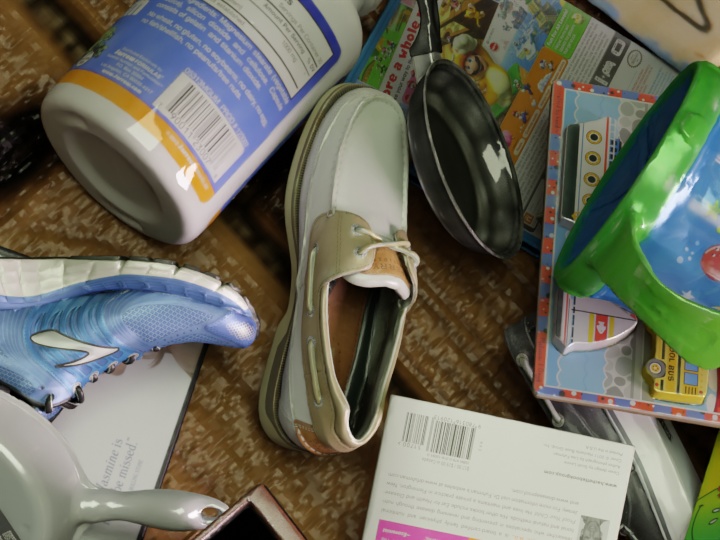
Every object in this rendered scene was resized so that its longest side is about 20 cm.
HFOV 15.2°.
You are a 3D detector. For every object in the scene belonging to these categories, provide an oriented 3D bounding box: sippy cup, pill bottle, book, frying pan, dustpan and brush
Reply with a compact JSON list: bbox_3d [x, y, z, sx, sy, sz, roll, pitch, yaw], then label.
[{"bbox_3d":[0.189,-0.017,1.388,0.130,0.140,0.178,33,69,-3],"label":"sippy cup"},{"bbox_3d":[-0.070,-0.120,1.460,0.112,0.112,0.200,41,69,0],"label":"pill bottle"},{"bbox_3d":[0.059,0.177,1.413,0.133,0.048,0.201,12,85,2],"label":"book"},{"bbox_3d":[0.041,-0.092,1.457,0.031,0.115,0.191,-20,106,23],"label":"frying pan"},{"bbox_3d":[-0.168,0.120,1.367,0.199,0.057,0.140,7,107,9],"label":"dustpan and brush"}]

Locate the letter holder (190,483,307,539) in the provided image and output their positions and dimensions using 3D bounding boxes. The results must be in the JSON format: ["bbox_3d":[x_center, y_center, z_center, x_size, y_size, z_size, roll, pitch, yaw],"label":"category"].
[{"bbox_3d":[-0.089,0.203,1.315,0.142,0.200,0.101,-37,85,-20],"label":"letter holder"}]

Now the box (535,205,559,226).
[{"bbox_3d":[0.207,-0.035,1.532,0.200,0.032,0.121,-36,96,-23],"label":"box"}]

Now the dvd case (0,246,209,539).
[{"bbox_3d":[-0.192,0.060,1.428,0.199,0.018,0.143,21,71,-7],"label":"dvd case"}]

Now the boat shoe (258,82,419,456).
[{"bbox_3d":[0.000,0.000,1.440,0.074,0.068,0.201,9,88,-35],"label":"boat shoe"}]

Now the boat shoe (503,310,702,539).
[{"bbox_3d":[0.141,0.110,1.473,0.068,0.072,0.201,-26,96,14],"label":"boat shoe"}]

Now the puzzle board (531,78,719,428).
[{"bbox_3d":[0.172,-0.010,1.458,0.150,0.017,0.201,10,59,-6],"label":"puzzle board"}]

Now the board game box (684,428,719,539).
[{"bbox_3d":[0.241,0.113,1.464,0.101,0.047,0.201,40,54,-26],"label":"board game box"}]

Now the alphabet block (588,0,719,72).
[{"bbox_3d":[0.204,-0.262,1.513,0.195,0.200,0.197,37,64,-2],"label":"alphabet block"}]

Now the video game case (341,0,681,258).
[{"bbox_3d":[0.094,-0.090,1.542,0.199,0.018,0.144,31,70,-4],"label":"video game case"}]

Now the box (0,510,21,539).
[{"bbox_3d":[-0.246,0.154,1.322,0.200,0.161,0.049,54,26,6],"label":"box"}]

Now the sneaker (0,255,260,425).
[{"bbox_3d":[-0.151,0.037,1.405,0.199,0.079,0.090,-1,88,-11],"label":"sneaker"}]
